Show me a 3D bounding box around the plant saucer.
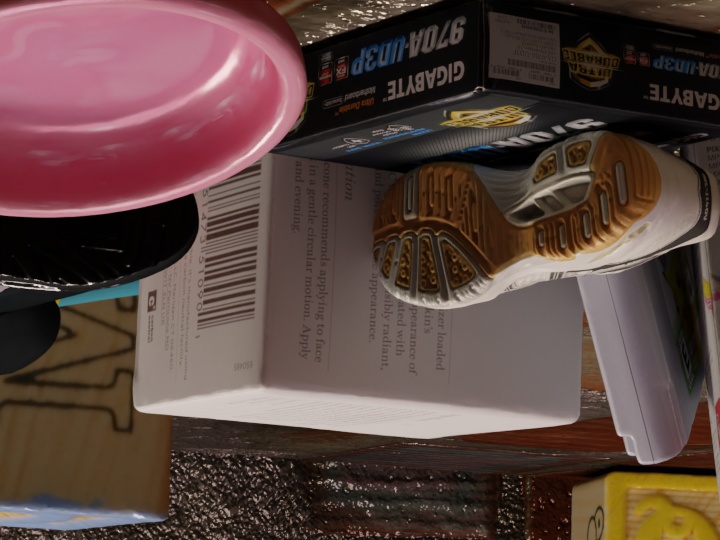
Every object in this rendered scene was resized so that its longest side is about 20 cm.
[{"bbox_3d":[-0.124,-0.089,1.266,0.199,0.051,0.201,-7,156,-3],"label":"plant saucer"}]

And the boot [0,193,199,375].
[{"bbox_3d":[-0.174,-0.001,1.504,0.199,0.077,0.168,-10,164,2],"label":"boot"}]

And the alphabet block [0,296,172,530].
[{"bbox_3d":[-0.249,0.071,1.991,0.195,0.201,0.195,7,171,-28],"label":"alphabet block"}]

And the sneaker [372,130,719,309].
[{"bbox_3d":[0.092,-0.018,1.433,0.087,0.076,0.199,8,169,-41],"label":"sneaker"}]

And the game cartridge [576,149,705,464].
[{"bbox_3d":[0.154,0.006,1.552,0.040,0.134,0.200,-15,-164,17],"label":"game cartridge"}]

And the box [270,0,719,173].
[{"bbox_3d":[0.065,-0.083,1.413,0.158,0.046,0.200,7,170,-33],"label":"box"}]

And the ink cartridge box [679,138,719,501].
[{"bbox_3d":[0.217,0.014,1.501,0.082,0.201,0.146,-6,171,5],"label":"ink cartridge box"}]

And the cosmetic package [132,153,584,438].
[{"bbox_3d":[0.000,0.000,1.583,0.199,0.166,0.165,8,170,-28],"label":"cosmetic package"}]

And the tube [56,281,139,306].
[{"bbox_3d":[-0.159,-0.008,1.669,0.199,0.051,0.077,-7,-143,-39],"label":"tube"}]

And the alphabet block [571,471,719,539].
[{"bbox_3d":[0.390,0.368,3.793,0.195,0.197,0.200,1,173,-9],"label":"alphabet block"}]
